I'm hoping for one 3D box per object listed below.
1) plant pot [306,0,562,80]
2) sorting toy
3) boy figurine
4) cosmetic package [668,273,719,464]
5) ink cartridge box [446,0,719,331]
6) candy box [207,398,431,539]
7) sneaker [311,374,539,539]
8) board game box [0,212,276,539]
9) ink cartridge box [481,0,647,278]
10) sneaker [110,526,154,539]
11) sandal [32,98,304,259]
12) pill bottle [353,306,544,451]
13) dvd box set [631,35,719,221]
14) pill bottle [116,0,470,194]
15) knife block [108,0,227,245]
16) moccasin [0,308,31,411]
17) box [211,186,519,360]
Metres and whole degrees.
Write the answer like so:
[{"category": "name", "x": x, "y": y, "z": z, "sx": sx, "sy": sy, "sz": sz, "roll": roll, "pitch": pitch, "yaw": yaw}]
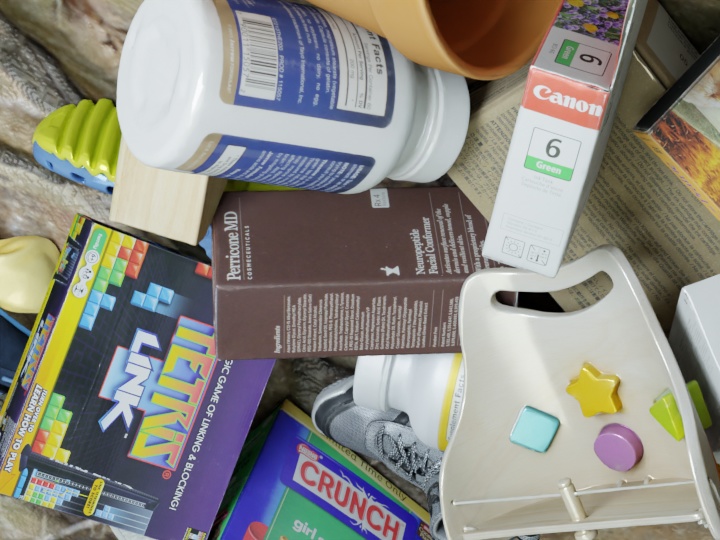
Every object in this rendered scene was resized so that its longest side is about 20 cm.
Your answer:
[{"category": "plant pot", "x": 0.030, "y": -0.220, "z": 1.116, "sx": 0.140, "sy": 0.200, "sz": 0.200, "roll": 14, "pitch": 131, "yaw": 33}, {"category": "sorting toy", "x": 0.139, "y": 0.077, "z": 1.215, "sx": 0.200, "sy": 0.107, "sz": 0.180, "roll": -11, "pitch": 101, "yaw": 39}, {"category": "boy figurine", "x": -0.322, "y": -0.023, "z": 1.460, "sx": 0.200, "sy": 0.064, "sz": 0.124, "roll": 17, "pitch": 139, "yaw": 7}, {"category": "cosmetic package", "x": 0.236, "y": 0.065, "z": 1.236, "sx": 0.051, "sy": 0.083, "sz": 0.200, "roll": -22, "pitch": 164, "yaw": -1}, {"category": "ink cartridge box", "x": 0.168, "y": -0.062, "z": 1.242, "sx": 0.165, "sy": 0.075, "sz": 0.200, "roll": -30, "pitch": 109, "yaw": 33}, {"category": "candy box", "x": -0.040, "y": 0.225, "z": 1.451, "sx": 0.169, "sy": 0.200, "sz": 0.077, "roll": 39, "pitch": 127, "yaw": -13}, {"category": "sneaker", "x": 0.050, "y": 0.143, "z": 1.413, "sx": 0.200, "sy": 0.114, "sz": 0.076, "roll": 13, "pitch": 128, "yaw": 11}, {"category": "board game box", "x": -0.156, "y": 0.081, "z": 1.367, "sx": 0.165, "sy": 0.057, "sz": 0.200, "roll": 20, "pitch": 91, "yaw": -23}, {"category": "ink cartridge box", "x": 0.124, "y": -0.107, "z": 1.109, "sx": 0.050, "sy": 0.109, "sz": 0.200, "roll": 18, "pitch": 128, "yaw": 9}, {"category": "sneaker", "x": -0.165, "y": 0.117, "z": 1.472, "sx": 0.074, "sy": 0.118, "sz": 0.201, "roll": -13, "pitch": 111, "yaw": 9}, {"category": "sandal", "x": -0.139, "y": -0.057, "z": 1.363, "sx": 0.200, "sy": 0.080, "sz": 0.087, "roll": 20, "pitch": 134, "yaw": 7}, {"category": "pill bottle", "x": 0.102, "y": 0.080, "z": 1.348, "sx": 0.200, "sy": 0.112, "sz": 0.112, "roll": 14, "pitch": 129, "yaw": 11}, {"category": "dvd box set", "x": 0.281, "y": -0.068, "z": 1.169, "sx": 0.146, "sy": 0.029, "sz": 0.200, "roll": -45, "pitch": 106, "yaw": 0}, {"category": "pill bottle", "x": -0.037, "y": -0.106, "z": 1.172, "sx": 0.200, "sy": 0.111, "sz": 0.111, "roll": 6, "pitch": 139, "yaw": -33}, {"category": "knife block", "x": -0.108, "y": -0.140, "z": 1.229, "sx": 0.064, "sy": 0.200, "sz": 0.176, "roll": 16, "pitch": 158, "yaw": 10}, {"category": "moccasin", "x": -0.264, "y": 0.090, "z": 1.486, "sx": 0.080, "sy": 0.068, "sz": 0.200, "roll": -6, "pitch": 146, "yaw": 45}, {"category": "box", "x": 0.000, "y": 0.000, "z": 1.293, "sx": 0.200, "sy": 0.100, "sz": 0.075, "roll": -3, "pitch": 132, "yaw": -4}]
